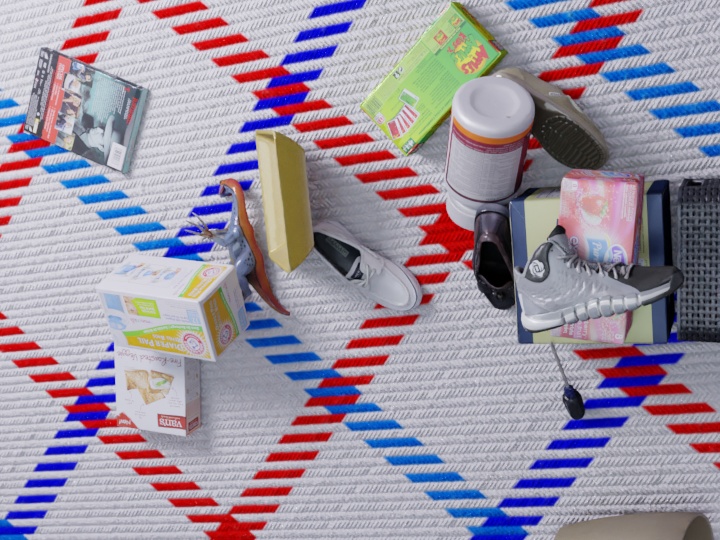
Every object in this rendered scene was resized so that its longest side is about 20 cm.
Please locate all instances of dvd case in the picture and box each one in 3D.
[{"bbox_3d":[-0.448,-0.260,1.799,0.199,0.022,0.147,23,109,16],"label":"dvd case"}]

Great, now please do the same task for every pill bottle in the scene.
[{"bbox_3d":[0.169,-0.153,1.502,0.109,0.110,0.201,21,143,15],"label":"pill bottle"}]

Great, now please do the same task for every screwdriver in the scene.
[{"bbox_3d":[0.285,0.156,1.542,0.028,0.200,0.029,-13,55,14],"label":"screwdriver"}]

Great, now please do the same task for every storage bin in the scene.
[{"bbox_3d":[0.465,-0.015,1.448,0.093,0.135,0.202,2,102,20],"label":"storage bin"}]

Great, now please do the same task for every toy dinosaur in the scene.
[{"bbox_3d":[-0.187,-0.046,1.740,0.198,0.105,0.183,15,99,-18],"label":"toy dinosaur"}]

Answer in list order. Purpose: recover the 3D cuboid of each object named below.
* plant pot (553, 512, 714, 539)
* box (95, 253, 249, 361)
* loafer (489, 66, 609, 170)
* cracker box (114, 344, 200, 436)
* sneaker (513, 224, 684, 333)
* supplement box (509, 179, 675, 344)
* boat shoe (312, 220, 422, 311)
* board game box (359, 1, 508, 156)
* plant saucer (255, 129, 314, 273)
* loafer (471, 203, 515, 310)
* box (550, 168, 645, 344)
[{"bbox_3d":[0.375,0.422,1.569,0.199,0.187,0.189,3,103,34],"label":"plant pot"},{"bbox_3d":[-0.283,0.054,1.684,0.198,0.101,0.113,6,125,28],"label":"box"},{"bbox_3d":[0.262,-0.215,1.518,0.199,0.068,0.076,38,138,-7],"label":"loafer"},{"bbox_3d":[-0.335,0.163,1.828,0.133,0.058,0.202,5,104,20],"label":"cracker box"},{"bbox_3d":[0.269,-0.004,1.304,0.198,0.075,0.116,-17,93,23],"label":"sneaker"},{"bbox_3d":[0.317,-0.012,1.505,0.198,0.134,0.202,-1,101,20],"label":"supplement box"},{"bbox_3d":[0.000,0.000,1.663,0.199,0.065,0.074,32,110,11],"label":"boat shoe"},{"bbox_3d":[0.102,-0.271,1.576,0.102,0.048,0.200,46,113,5],"label":"board game box"},{"bbox_3d":[-0.110,-0.109,1.634,0.048,0.200,0.202,-8,99,-12],"label":"plant saucer"},{"bbox_3d":[0.184,-0.005,1.541,0.071,0.063,0.201,3,140,16],"label":"loafer"},{"bbox_3d":[0.296,-0.020,1.383,0.094,0.103,0.202,6,102,18],"label":"box"}]
